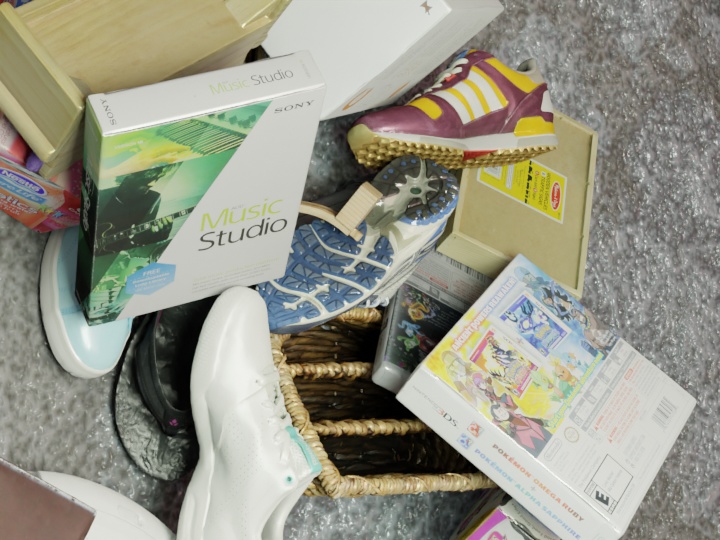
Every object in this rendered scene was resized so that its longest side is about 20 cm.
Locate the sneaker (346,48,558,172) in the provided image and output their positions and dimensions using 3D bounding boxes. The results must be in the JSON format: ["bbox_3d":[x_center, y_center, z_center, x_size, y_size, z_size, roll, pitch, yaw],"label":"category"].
[{"bbox_3d":[0.068,-0.129,1.297,0.200,0.075,0.090,-3,79,-38],"label":"sneaker"}]

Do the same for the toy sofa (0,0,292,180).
[{"bbox_3d":[-0.147,-0.146,1.044,0.200,0.098,0.083,-35,85,-37],"label":"toy sofa"}]

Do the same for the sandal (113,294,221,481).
[{"bbox_3d":[-0.125,0.052,1.145,0.075,0.048,0.201,12,96,-10],"label":"sandal"}]

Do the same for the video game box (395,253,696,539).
[{"bbox_3d":[0.142,0.095,1.211,0.182,0.047,0.200,42,36,4],"label":"video game box"}]

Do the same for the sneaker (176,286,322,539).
[{"bbox_3d":[-0.066,0.112,1.108,0.075,0.088,0.200,0,95,-66],"label":"sneaker"}]

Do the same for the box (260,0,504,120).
[{"bbox_3d":[0.014,-0.191,1.214,0.098,0.124,0.200,52,18,2],"label":"box"}]

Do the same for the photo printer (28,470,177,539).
[{"bbox_3d":[-0.195,0.242,1.080,0.166,0.069,0.200,38,61,-34],"label":"photo printer"}]

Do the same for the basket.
[{"bbox_3d":[0.003,0.095,1.224,0.200,0.149,0.143,4,82,-41],"label":"basket"}]

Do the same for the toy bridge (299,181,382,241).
[{"bbox_3d":[-0.076,-0.087,1.168,0.200,0.067,0.027,40,12,2],"label":"toy bridge"}]

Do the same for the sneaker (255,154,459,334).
[{"bbox_3d":[0.000,0.000,1.209,0.200,0.077,0.085,-35,151,-34],"label":"sneaker"}]

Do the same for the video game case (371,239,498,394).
[{"bbox_3d":[0.108,0.066,1.273,0.200,0.023,0.182,28,36,-12],"label":"video game case"}]

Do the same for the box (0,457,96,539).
[{"bbox_3d":[-0.290,0.193,0.936,0.164,0.166,0.200,36,63,-32],"label":"box"}]

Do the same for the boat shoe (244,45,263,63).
[{"bbox_3d":[-0.099,-0.136,1.207,0.072,0.076,0.200,3,83,-42],"label":"boat shoe"}]

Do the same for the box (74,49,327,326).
[{"bbox_3d":[-0.105,-0.048,1.037,0.144,0.200,0.036,-15,58,-21],"label":"box"}]

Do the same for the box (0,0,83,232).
[{"bbox_3d":[-0.195,-0.138,1.108,0.103,0.095,0.200,36,62,-34],"label":"box"}]

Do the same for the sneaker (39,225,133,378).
[{"bbox_3d":[-0.165,-0.026,1.131,0.074,0.082,0.200,16,74,-39],"label":"sneaker"}]

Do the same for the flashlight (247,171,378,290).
[{"bbox_3d":[-0.043,-0.024,1.258,0.200,0.068,0.068,-21,108,-47],"label":"flashlight"}]

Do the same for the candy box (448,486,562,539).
[{"bbox_3d":[0.137,0.183,1.316,0.061,0.136,0.200,40,42,3],"label":"candy box"}]

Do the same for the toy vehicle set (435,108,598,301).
[{"bbox_3d":[0.135,-0.069,1.375,0.124,0.027,0.200,27,46,-15],"label":"toy vehicle set"}]
